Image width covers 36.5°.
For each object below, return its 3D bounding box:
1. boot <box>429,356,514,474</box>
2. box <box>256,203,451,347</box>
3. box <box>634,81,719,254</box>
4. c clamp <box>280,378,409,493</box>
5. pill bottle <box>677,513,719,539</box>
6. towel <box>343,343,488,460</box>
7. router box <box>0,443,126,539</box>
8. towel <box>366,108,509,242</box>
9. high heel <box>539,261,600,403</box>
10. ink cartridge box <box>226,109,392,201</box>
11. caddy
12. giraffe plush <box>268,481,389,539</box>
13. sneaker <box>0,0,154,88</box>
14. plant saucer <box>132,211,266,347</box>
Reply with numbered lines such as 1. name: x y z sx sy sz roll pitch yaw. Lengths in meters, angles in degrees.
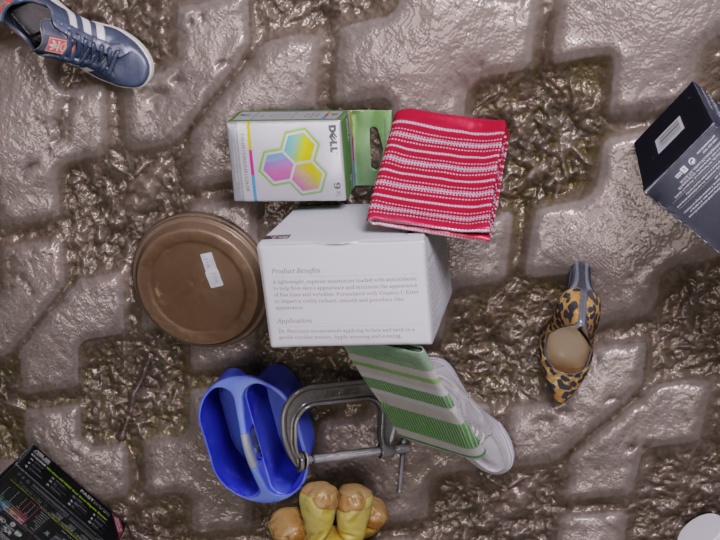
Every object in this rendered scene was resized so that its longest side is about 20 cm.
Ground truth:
1. boot: 0.133 0.213 1.457 0.074 0.096 0.200 -35 102 22
2. box: 0.000 0.000 1.330 0.199 0.200 0.131 -2 106 12
3. box: 0.411 -0.096 1.216 0.182 0.200 0.104 39 114 -7
4. c clamp: -0.018 0.229 1.484 0.200 0.027 0.171 3 102 -24
5. pill bottle: 0.509 0.422 1.464 0.111 0.111 0.200 -34 102 22
6. towel: 0.065 0.152 1.346 0.152 0.023 0.200 10 140 47
7. router box: -0.481 0.383 1.667 0.200 0.062 0.150 45 113 -9
8. towel: 0.094 -0.117 1.278 0.144 0.200 0.023 9 137 7
9. high heel: 0.258 0.102 1.360 0.071 0.143 0.200 7 114 8
10. ink cartridge box: -0.061 -0.144 1.364 0.200 0.059 0.104 1 113 11
11. caddy: -0.142 0.224 1.509 0.141 0.105 0.200 -8 111 15
12. giraffe plush: -0.038 0.413 1.509 0.172 0.162 0.200 13 124 -28
13. sneaker: -0.355 -0.279 1.351 0.200 0.085 0.075 26 115 -1
14. plant saucer: -0.218 0.018 1.481 0.200 0.029 0.200 4 112 10
